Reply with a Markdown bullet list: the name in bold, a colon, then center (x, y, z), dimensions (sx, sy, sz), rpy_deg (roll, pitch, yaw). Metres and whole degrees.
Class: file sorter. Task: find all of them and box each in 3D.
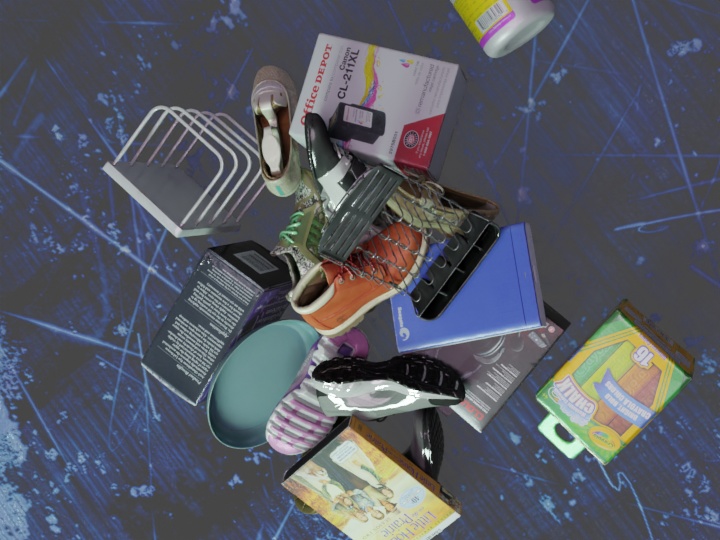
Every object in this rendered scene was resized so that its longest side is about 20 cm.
- **file sorter**: center (-0.222, -0.140, 1.490), dimensions (0.139, 0.200, 0.125), rpy_deg (41, 105, 10)

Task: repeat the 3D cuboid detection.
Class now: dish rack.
- **dish rack**: center (0.054, -0.037, 1.331), dimensions (0.154, 0.200, 0.055), rpy_deg (-55, 35, 14)

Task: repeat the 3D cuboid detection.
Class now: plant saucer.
- **plant saucer**: center (-0.134, 0.152, 1.506), dimensions (0.027, 0.200, 0.201), rpy_deg (33, 106, 38)

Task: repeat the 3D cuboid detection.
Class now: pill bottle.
- **pill bottle**: center (0.153, -0.379, 1.390), dimensions (0.104, 0.104, 0.200), rpy_deg (-34, 84, 18)

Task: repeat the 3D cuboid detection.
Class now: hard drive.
- **hard drive**: center (0.131, 0.024, 1.400), dimensions (0.199, 0.025, 0.133), rpy_deg (-13, 79, 28)

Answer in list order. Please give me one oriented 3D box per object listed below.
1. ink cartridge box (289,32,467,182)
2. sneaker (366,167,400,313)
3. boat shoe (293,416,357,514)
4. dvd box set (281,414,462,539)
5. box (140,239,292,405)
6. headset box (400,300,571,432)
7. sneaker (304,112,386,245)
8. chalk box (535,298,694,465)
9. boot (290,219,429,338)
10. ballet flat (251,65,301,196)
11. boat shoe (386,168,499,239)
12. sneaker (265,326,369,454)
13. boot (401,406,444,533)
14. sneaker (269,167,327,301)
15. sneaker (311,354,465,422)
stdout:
- **ink cartridge box**: center (0.023, -0.215, 1.446), dimensions (0.199, 0.083, 0.146), rpy_deg (16, 87, 16)
- **sneaker**: center (0.030, -0.041, 1.485), dimensions (0.089, 0.067, 0.201), rpy_deg (1, 93, 23)
- **boat shoe**: center (-0.039, 0.245, 1.543), dimensions (0.072, 0.066, 0.202), rpy_deg (8, 79, 37)
- **dvd box set**: center (0.015, 0.298, 1.455), dimensions (0.200, 0.029, 0.146), rpy_deg (41, 118, -13)
- **box**: center (-0.192, 0.070, 1.530), dimensions (0.104, 0.148, 0.200), rpy_deg (35, 107, 12)
- **headset box**: center (0.158, 0.103, 1.455), dimensions (0.149, 0.077, 0.200), rpy_deg (40, 105, 10)
- **sneaker**: center (-0.017, -0.122, 1.404), dimensions (0.088, 0.074, 0.201), rpy_deg (-15, 126, 5)
- **chalk box**: center (0.308, 0.153, 1.385), dimensions (0.124, 0.124, 0.200), rpy_deg (42, 106, 10)
- **boot**: center (0.000, 0.000, 1.397), dimensions (0.200, 0.107, 0.075), rpy_deg (-44, 57, 6)
- **ballet flat**: center (-0.115, -0.200, 1.490), dimensions (0.067, 0.062, 0.201), rpy_deg (-15, 72, 12)
- **boat shoe**: center (0.096, -0.092, 1.402), dimensions (0.063, 0.200, 0.073), rpy_deg (-48, 49, 23)
- **sneaker**: center (-0.060, 0.159, 1.500), dimensions (0.080, 0.088, 0.201), rpy_deg (32, 91, -13)
- **boot**: center (0.045, 0.272, 1.498), dimensions (0.131, 0.070, 0.201), rpy_deg (5, 110, 18)
- **sneaker**: center (-0.081, -0.045, 1.489), dimensions (0.088, 0.077, 0.201), rpy_deg (-6, 77, -23)
- **sneaker**: center (0.038, 0.159, 1.427), dimensions (0.199, 0.074, 0.080), rpy_deg (1, 120, 10)
